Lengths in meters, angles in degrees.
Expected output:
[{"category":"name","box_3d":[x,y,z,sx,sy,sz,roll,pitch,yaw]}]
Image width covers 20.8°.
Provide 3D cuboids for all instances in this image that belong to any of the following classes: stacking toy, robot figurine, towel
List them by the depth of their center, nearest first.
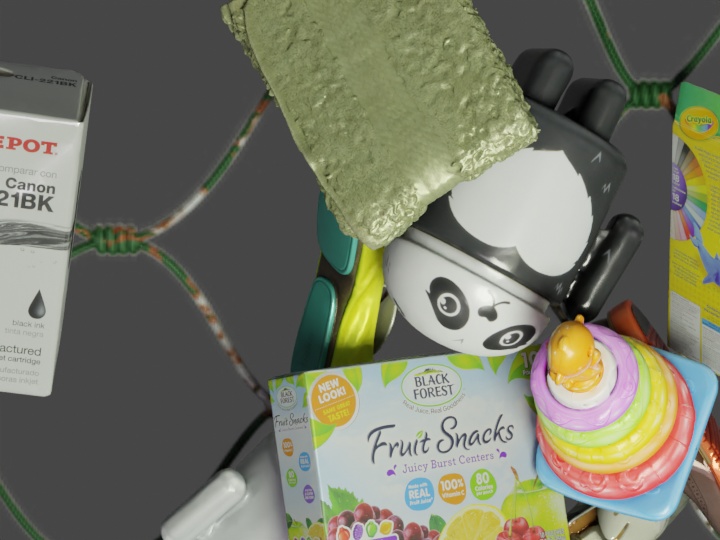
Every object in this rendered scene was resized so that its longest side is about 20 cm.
[{"category":"towel","box_3d":[0.012,-0.129,1.224,0.148,0.036,0.201,-34,72,13]},{"category":"stacking toy","box_3d":[0.149,0.076,1.248,0.109,0.200,0.117,16,77,25]},{"category":"robot figurine","box_3d":[0.096,-0.043,1.265,0.150,0.125,0.201,28,90,25]},{"category":"robot figurine","box_3d":[-0.061,0.192,1.383,0.200,0.113,0.169,-45,128,14]}]

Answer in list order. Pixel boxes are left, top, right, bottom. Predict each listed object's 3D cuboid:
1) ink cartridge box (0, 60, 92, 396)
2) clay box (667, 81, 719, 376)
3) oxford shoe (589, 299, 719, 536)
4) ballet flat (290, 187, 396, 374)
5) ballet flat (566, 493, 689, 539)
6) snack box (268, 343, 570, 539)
[{"category":"ink cartridge box","box_3d":[-0.258,-0.031,1.274,0.143,0.084,0.201,7,114,-8]},{"category":"clay box","box_3d":[0.260,-0.022,1.310,0.047,0.115,0.201,-17,119,-29]},{"category":"oxford shoe","box_3d":[0.213,0.118,1.400,0.072,0.071,0.201,-31,101,15]},{"category":"ballet flat","box_3d":[0.000,0.000,1.334,0.067,0.067,0.201,-4,120,-27]},{"category":"ballet flat","box_3d":[0.172,0.203,1.438,0.199,0.064,0.067,-36,112,11]},{"category":"snack box","box_3d":[0.042,0.130,1.320,0.199,0.053,0.143,-5,84,-35]}]
